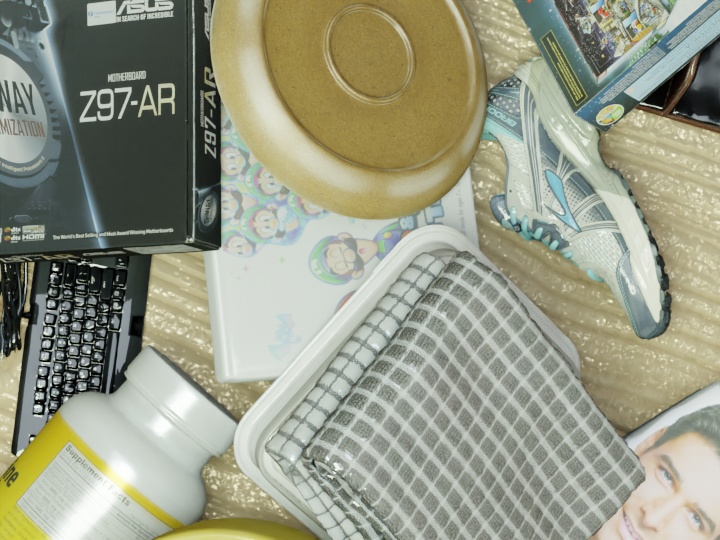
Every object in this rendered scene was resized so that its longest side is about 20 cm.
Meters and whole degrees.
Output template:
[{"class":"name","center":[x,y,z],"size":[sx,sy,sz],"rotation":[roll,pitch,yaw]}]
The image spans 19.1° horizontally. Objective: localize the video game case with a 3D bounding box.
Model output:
[{"class":"video game case","center":[-0.013,-0.034,1.350],"size":[0.181,0.024,0.201],"rotation":[-3,81,-22]}]

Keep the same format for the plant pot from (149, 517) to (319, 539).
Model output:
[{"class":"plant pot","center":[-0.063,0.239,1.268],"size":[0.199,0.189,0.202],"rotation":[0,92,10]}]

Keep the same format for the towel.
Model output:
[{"class":"towel","center":[0.062,0.112,1.239],"size":[0.200,0.085,0.166],"rotation":[50,61,-26]}]

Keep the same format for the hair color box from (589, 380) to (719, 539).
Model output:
[{"class":"hair color box","center":[0.165,0.165,1.362],"size":[0.199,0.061,0.099],"rotation":[-31,83,-6]}]

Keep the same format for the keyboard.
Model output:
[{"class":"keyboard","center":[-0.192,0.029,1.385],"size":[0.103,0.040,0.201],"rotation":[5,80,-1]}]

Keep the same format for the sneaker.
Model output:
[{"class":"sneaker","center":[0.135,-0.038,1.395],"size":[0.086,0.078,0.201],"rotation":[-28,76,7]}]

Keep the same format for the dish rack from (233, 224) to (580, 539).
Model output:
[{"class":"dish rack","center":[0.038,0.091,1.330],"size":[0.200,0.044,0.172],"rotation":[-47,119,0]}]

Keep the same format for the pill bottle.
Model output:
[{"class":"pill bottle","center":[-0.166,0.147,1.323],"size":[0.112,0.112,0.200],"rotation":[41,87,5]}]

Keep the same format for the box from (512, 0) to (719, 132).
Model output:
[{"class":"box","center":[0.156,-0.206,1.358],"size":[0.136,0.038,0.201],"rotation":[-41,52,24]}]

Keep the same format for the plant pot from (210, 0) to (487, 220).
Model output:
[{"class":"plant pot","center":[0.001,-0.132,1.334],"size":[0.199,0.027,0.201],"rotation":[10,69,-28]}]

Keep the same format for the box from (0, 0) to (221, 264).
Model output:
[{"class":"box","center":[-0.183,-0.088,1.325],"size":[0.199,0.043,0.161],"rotation":[-2,83,20]}]

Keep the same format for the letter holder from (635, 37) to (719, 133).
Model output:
[{"class":"letter holder","center":[0.232,-0.207,1.379],"size":[0.100,0.142,0.201],"rotation":[16,81,1]}]
